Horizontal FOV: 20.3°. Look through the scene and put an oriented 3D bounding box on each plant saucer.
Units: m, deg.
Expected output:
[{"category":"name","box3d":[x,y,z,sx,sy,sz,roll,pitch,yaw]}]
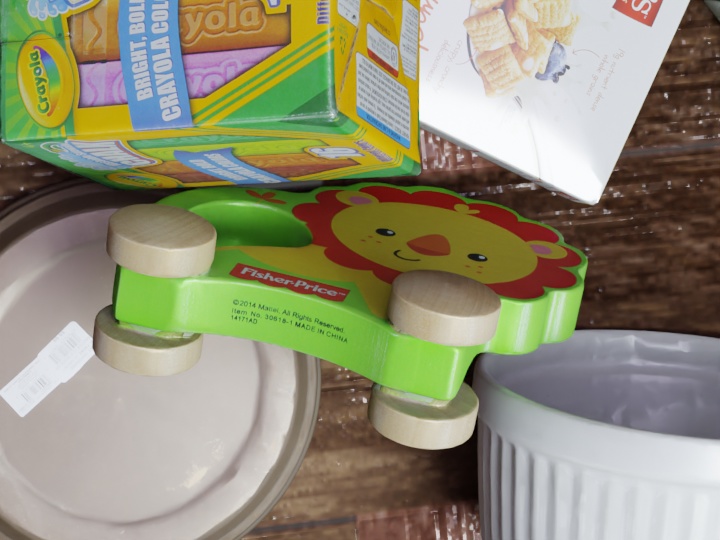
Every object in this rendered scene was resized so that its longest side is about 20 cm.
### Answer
[{"category":"plant saucer","box3d":[-0.115,0.054,0.967,0.200,0.029,0.200,-1,94,-10]}]

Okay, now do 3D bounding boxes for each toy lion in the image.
[{"category":"toy lion","box3d":[0.000,0.000,0.915,0.200,0.192,0.069,13,113,8]}]

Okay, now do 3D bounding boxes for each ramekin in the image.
[{"category":"ramekin","box3d":[0.148,0.101,0.938,0.200,0.200,0.105,2,102,-11]}]

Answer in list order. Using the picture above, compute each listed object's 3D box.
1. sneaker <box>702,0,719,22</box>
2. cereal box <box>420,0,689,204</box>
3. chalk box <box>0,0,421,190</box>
[{"category":"sneaker","box3d":[0.228,-0.067,1.005,0.079,0.074,0.200,-37,99,-2]},{"category":"cereal box","box3d":[0.055,-0.137,0.983,0.200,0.040,0.144,24,90,-11]},{"category":"chalk box","box3d":[-0.084,-0.106,0.890,0.200,0.125,0.124,-3,82,20]}]
